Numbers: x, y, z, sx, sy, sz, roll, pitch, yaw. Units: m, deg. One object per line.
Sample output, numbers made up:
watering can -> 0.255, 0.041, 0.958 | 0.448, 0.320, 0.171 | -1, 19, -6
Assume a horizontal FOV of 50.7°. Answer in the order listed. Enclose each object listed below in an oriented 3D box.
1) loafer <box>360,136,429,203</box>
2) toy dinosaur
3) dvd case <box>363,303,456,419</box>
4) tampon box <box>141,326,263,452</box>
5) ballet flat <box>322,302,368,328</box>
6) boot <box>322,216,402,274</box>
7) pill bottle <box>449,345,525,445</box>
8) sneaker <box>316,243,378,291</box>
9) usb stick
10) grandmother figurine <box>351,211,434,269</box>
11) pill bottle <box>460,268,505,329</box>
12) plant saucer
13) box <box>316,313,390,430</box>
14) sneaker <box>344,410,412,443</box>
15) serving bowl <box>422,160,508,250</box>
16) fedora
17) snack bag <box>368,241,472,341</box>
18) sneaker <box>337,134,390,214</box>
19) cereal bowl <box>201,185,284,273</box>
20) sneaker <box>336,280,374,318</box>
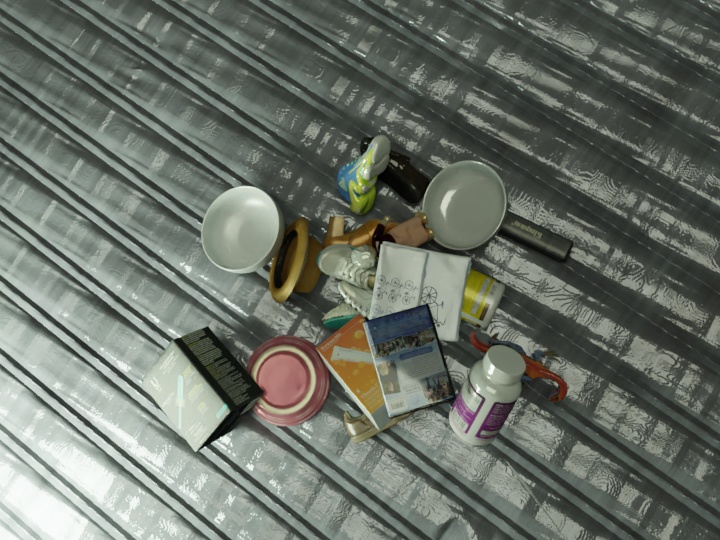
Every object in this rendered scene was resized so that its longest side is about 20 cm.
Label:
loafer -> 0.079, -0.236, 1.745 | 0.071, 0.073, 0.200 | -36, 75, -31
toy dinosaur -> 0.339, 0.211, 1.589 | 0.181, 0.199, 0.106 | 26, 101, 42
dvd case -> 0.099, 0.181, 1.531 | 0.141, 0.018, 0.202 | -14, 78, -7
tampon box -> -0.343, 0.254, 1.651 | 0.200, 0.126, 0.150 | 48, 116, 12
ballet flat -> 0.012, 0.088, 1.696 | 0.197, 0.072, 0.073 | -5, 79, 1
boot -> 0.014, -0.044, 1.721 | 0.198, 0.071, 0.146 | 4, 92, 2
pill bottle -> 0.263, 0.253, 1.556 | 0.111, 0.112, 0.201 | 28, 126, 11
sneaker -> 0.000, 0.000, 1.656 | 0.198, 0.081, 0.077 | 16, 107, -18
usb stick -> 0.375, -0.082, 1.689 | 0.198, 0.033, 0.056 | 28, 85, 12
grandmother figurine -> 0.067, -0.055, 1.641 | 0.198, 0.061, 0.122 | -24, 82, -27
pill bottle -> 0.205, 0.040, 1.651 | 0.198, 0.109, 0.110 | 25, 84, 11
plant saucer -> -0.168, 0.244, 1.693 | 0.198, 0.051, 0.203 | -1, 79, 7
box -> 0.019, 0.213, 1.614 | 0.124, 0.098, 0.200 | -38, 58, -10
sneaker -> 0.055, 0.297, 1.642 | 0.199, 0.070, 0.076 | -30, 83, 2
serving bowl -> 0.238, -0.138, 1.687 | 0.198, 0.066, 0.203 | -6, 78, 28
fedora -> -0.135, -0.016, 1.699 | 0.081, 0.200, 0.203 | 19, 82, -24
snack bag -> 0.124, 0.048, 1.579 | 0.197, 0.021, 0.191 | 11, 84, -1
sneaker -> -0.004, -0.228, 1.706 | 0.105, 0.075, 0.202 | 37, 125, 25
cereal bowl -> -0.259, -0.088, 1.738 | 0.198, 0.083, 0.203 | -4, 77, 18
sneaker -> 0.039, 0.072, 1.620 | 0.199, 0.075, 0.082 | 33, 89, -12
